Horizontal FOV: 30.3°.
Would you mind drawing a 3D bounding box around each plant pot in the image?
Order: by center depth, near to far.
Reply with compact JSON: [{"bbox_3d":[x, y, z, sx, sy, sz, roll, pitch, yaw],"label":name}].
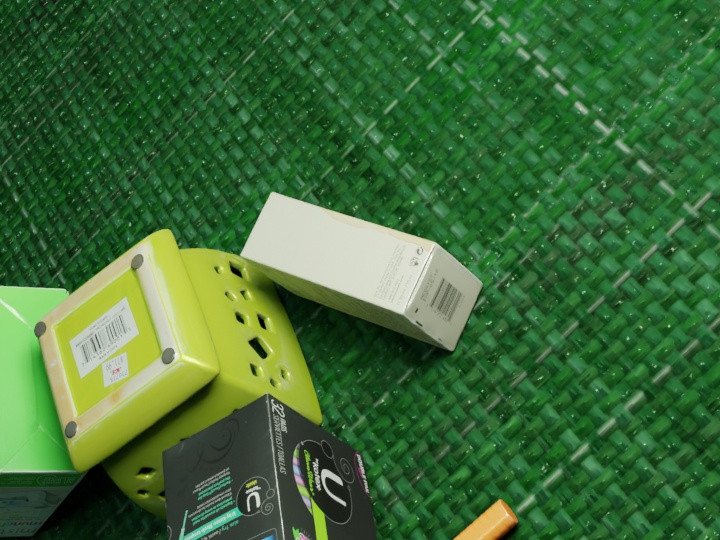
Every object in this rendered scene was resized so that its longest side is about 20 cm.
[{"bbox_3d":[-0.184,0.091,1.253,0.199,0.181,0.200,-35,55,16],"label":"plant pot"}]

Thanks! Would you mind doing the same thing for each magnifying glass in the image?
[{"bbox_3d":[0.051,0.266,1.121,0.200,0.022,0.080,-42,52,9],"label":"magnifying glass"}]

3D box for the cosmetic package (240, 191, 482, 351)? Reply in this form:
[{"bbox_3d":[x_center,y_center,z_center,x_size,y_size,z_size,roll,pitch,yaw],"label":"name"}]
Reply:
[{"bbox_3d":[0.000,0.000,1.224,0.199,0.103,0.074,20,80,36],"label":"cosmetic package"}]

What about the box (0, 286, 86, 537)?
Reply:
[{"bbox_3d":[-0.353,0.145,1.346,0.176,0.096,0.201,-44,50,46],"label":"box"}]

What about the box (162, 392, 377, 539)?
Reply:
[{"bbox_3d":[-0.071,0.237,1.117,0.124,0.148,0.201,-30,47,21],"label":"box"}]
